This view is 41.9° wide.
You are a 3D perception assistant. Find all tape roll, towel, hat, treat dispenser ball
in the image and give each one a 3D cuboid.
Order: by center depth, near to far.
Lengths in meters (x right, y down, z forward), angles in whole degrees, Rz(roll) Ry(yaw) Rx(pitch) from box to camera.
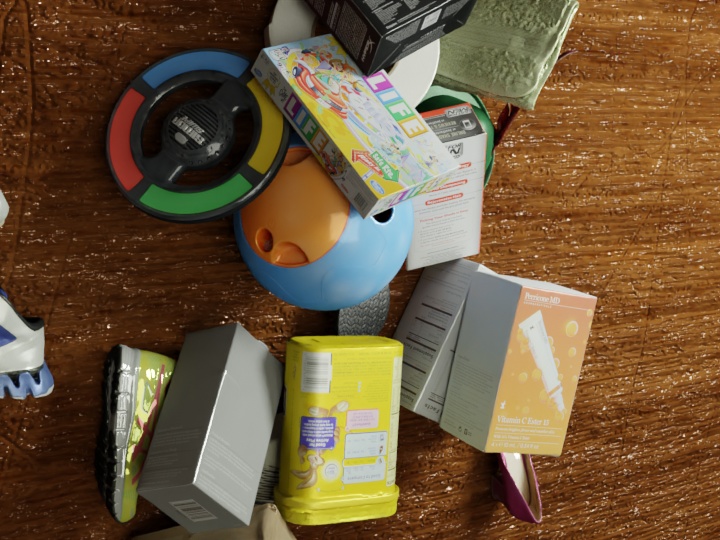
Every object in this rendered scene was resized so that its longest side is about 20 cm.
[{"bbox_3d":[-0.041,-0.056,1.042,0.200,0.201,0.202,-7,104,-28],"label":"treat dispenser ball"},{"bbox_3d":[-0.009,-0.258,1.077,0.201,0.037,0.205,0,89,-14],"label":"tape roll"},{"bbox_3d":[0.146,-0.278,1.113,0.036,0.199,0.149,26,86,-58],"label":"towel"},{"bbox_3d":[0.147,-0.153,1.141,0.165,0.176,0.202,-15,107,-28],"label":"hat"}]

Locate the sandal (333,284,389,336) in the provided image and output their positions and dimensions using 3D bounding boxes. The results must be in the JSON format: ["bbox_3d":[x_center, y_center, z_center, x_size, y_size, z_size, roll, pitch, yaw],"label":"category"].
[{"bbox_3d":[0.000,0.000,1.176,0.075,0.045,0.202,14,79,-37],"label":"sandal"}]

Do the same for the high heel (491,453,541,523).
[{"bbox_3d":[0.220,0.252,1.318,0.067,0.096,0.202,-5,103,-28],"label":"high heel"}]

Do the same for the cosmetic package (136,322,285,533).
[{"bbox_3d":[-0.157,0.169,1.029,0.107,0.090,0.201,51,36,-39],"label":"cosmetic package"}]

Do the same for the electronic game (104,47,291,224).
[{"bbox_3d":[-0.169,-0.143,0.978,0.200,0.200,0.042,-51,162,-10],"label":"electronic game"}]

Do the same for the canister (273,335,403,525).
[{"bbox_3d":[-0.023,0.180,1.094,0.148,0.086,0.202,2,94,-29],"label":"canister"}]

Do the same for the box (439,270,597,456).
[{"bbox_3d":[0.190,0.112,1.142,0.124,0.097,0.202,8,96,-31],"label":"box"}]

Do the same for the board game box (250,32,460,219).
[{"bbox_3d":[-0.004,-0.157,0.976,0.134,0.034,0.200,-26,73,-42],"label":"board game box"}]

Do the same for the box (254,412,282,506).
[{"bbox_3d":[-0.121,0.233,1.136,0.199,0.068,0.083,-19,108,-25],"label":"box"}]

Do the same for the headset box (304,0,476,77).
[{"bbox_3d":[0.010,-0.330,1.011,0.148,0.077,0.200,-33,76,-24],"label":"headset box"}]

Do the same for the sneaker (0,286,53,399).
[{"bbox_3d":[-0.405,0.066,0.940,0.198,0.080,0.116,3,96,-37],"label":"sneaker"}]

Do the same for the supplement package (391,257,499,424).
[{"bbox_3d":[0.119,0.093,1.218,0.113,0.109,0.201,28,86,-31],"label":"supplement package"}]

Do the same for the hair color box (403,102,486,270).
[{"bbox_3d":[0.091,-0.096,1.124,0.101,0.061,0.201,-13,140,-8],"label":"hair color box"}]

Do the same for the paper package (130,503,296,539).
[{"bbox_3d":[-0.152,0.379,1.064,0.199,0.104,0.191,-17,120,16],"label":"paper package"}]

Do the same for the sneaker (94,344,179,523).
[{"bbox_3d":[-0.242,0.185,1.052,0.090,0.078,0.202,4,98,-32],"label":"sneaker"}]

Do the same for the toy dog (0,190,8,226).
[{"bbox_3d":[-0.420,-0.003,0.896,0.198,0.096,0.133,-12,67,2],"label":"toy dog"}]
